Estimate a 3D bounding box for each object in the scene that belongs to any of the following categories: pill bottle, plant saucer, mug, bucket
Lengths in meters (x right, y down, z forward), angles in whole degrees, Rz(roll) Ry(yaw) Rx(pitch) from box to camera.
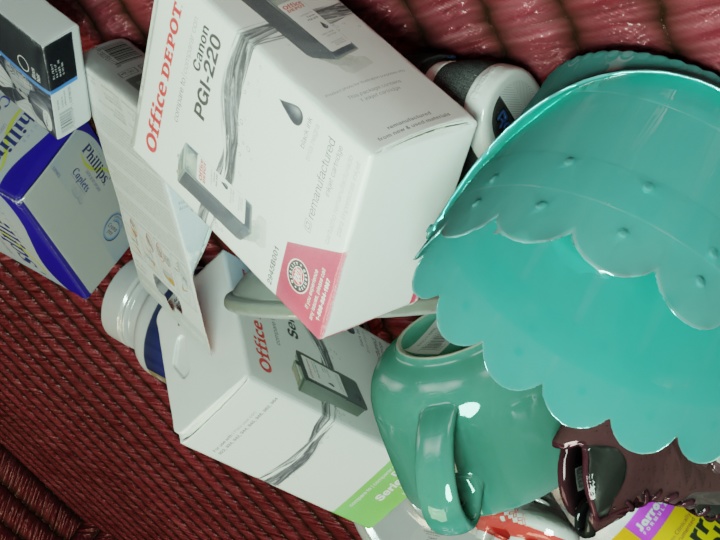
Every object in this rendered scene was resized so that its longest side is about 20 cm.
[{"bbox_3d":[-0.149,0.063,1.597,0.200,0.120,0.120,25,159,29],"label":"pill bottle"},{"bbox_3d":[0.235,0.200,1.291,0.200,0.104,0.104,36,161,-3],"label":"pill bottle"},{"bbox_3d":[0.000,0.000,1.191,0.199,0.050,0.200,-2,-174,0],"label":"plant saucer"},{"bbox_3d":[0.087,0.095,1.189,0.185,0.152,0.115,-128,17,-68],"label":"mug"},{"bbox_3d":[0.145,-0.009,0.873,0.207,0.135,0.207,25,157,12],"label":"bucket"}]

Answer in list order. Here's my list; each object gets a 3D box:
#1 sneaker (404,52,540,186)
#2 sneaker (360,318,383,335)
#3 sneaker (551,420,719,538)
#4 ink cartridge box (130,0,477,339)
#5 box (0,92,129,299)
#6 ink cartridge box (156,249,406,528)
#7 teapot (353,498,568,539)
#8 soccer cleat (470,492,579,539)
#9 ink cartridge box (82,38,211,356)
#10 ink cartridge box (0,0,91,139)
[{"bbox_3d":[0.076,-0.058,1.012,0.112,0.073,0.200,23,150,41],"label":"sneaker"},{"bbox_3d":[-0.034,0.031,1.380,0.078,0.082,0.200,26,158,27],"label":"sneaker"},{"bbox_3d":[0.203,0.158,1.169,0.200,0.116,0.076,44,160,-19],"label":"sneaker"},{"bbox_3d":[-0.041,-0.081,0.969,0.200,0.085,0.146,46,138,30],"label":"ink cartridge box"},{"bbox_3d":[-0.329,-0.093,1.553,0.200,0.105,0.184,25,160,25],"label":"box"},{"bbox_3d":[-0.051,0.095,1.290,0.200,0.084,0.146,30,-152,-35],"label":"ink cartridge box"},{"bbox_3d":[0.095,0.175,1.415,0.200,0.197,0.146,55,-158,10],"label":"teapot"},{"bbox_3d":[0.114,0.165,1.235,0.068,0.085,0.200,26,174,-15],"label":"soccer cleat"},{"bbox_3d":[-0.145,-0.058,1.229,0.163,0.057,0.201,37,149,56],"label":"ink cartridge box"},{"bbox_3d":[-0.285,-0.192,1.254,0.200,0.039,0.100,39,150,26],"label":"ink cartridge box"}]
